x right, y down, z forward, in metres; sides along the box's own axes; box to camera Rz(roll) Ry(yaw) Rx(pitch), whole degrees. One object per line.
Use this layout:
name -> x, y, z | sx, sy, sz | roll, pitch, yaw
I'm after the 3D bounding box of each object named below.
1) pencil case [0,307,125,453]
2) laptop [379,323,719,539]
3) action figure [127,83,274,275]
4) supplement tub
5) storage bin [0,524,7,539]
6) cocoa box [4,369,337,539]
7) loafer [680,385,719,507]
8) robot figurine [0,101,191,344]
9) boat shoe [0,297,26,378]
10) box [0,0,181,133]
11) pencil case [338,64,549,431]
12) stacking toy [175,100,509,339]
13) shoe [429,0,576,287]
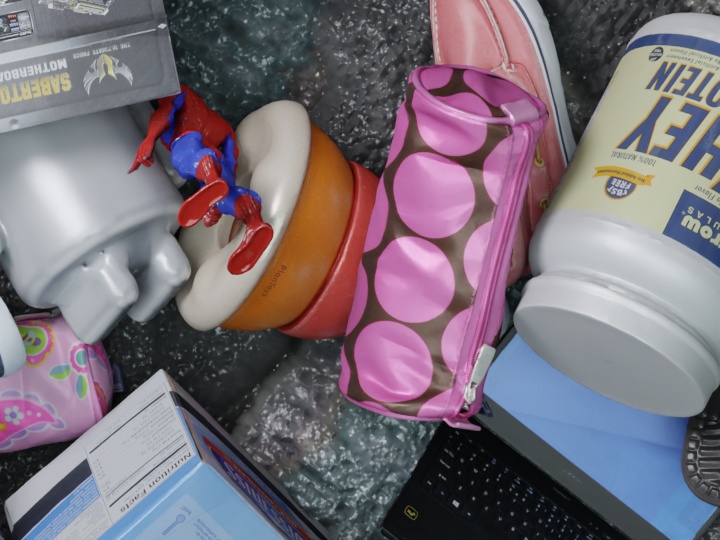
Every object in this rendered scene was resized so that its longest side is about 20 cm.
pencil case -> -0.246, 0.071, 1.724 | 0.199, 0.087, 0.088 | -8, 95, 1
laptop -> 0.137, 0.124, 1.715 | 0.177, 0.200, 0.103 | 38, 131, -3
action figure -> -0.093, -0.060, 1.625 | 0.065, 0.200, 0.052 | 39, 103, -23
supplement tub -> 0.185, -0.032, 1.653 | 0.144, 0.145, 0.201 | 28, 72, -2
storage bin -> -0.312, 0.170, 1.640 | 0.199, 0.094, 0.136 | -33, 111, -7
cocoa box -> -0.091, 0.186, 1.676 | 0.133, 0.131, 0.200 | -41, 117, 4
loafer -> 0.242, 0.052, 1.726 | 0.073, 0.071, 0.201 | 18, 77, 19
robot figurine -> -0.180, -0.058, 1.684 | 0.201, 0.169, 0.113 | 59, 138, 11
boat shoe -> -0.280, 0.029, 1.665 | 0.091, 0.200, 0.071 | -32, 127, -27
box -> -0.212, -0.155, 1.594 | 0.199, 0.048, 0.159 | -14, 98, -15
pencil case -> 0.051, -0.013, 1.621 | 0.090, 0.094, 0.201 | 0, 108, -33
stacking toy -> 0.000, 0.000, 1.711 | 0.199, 0.146, 0.147 | 25, 95, -20
shoe -> 0.073, -0.090, 1.693 | 0.071, 0.091, 0.201 | -13, 100, 40
